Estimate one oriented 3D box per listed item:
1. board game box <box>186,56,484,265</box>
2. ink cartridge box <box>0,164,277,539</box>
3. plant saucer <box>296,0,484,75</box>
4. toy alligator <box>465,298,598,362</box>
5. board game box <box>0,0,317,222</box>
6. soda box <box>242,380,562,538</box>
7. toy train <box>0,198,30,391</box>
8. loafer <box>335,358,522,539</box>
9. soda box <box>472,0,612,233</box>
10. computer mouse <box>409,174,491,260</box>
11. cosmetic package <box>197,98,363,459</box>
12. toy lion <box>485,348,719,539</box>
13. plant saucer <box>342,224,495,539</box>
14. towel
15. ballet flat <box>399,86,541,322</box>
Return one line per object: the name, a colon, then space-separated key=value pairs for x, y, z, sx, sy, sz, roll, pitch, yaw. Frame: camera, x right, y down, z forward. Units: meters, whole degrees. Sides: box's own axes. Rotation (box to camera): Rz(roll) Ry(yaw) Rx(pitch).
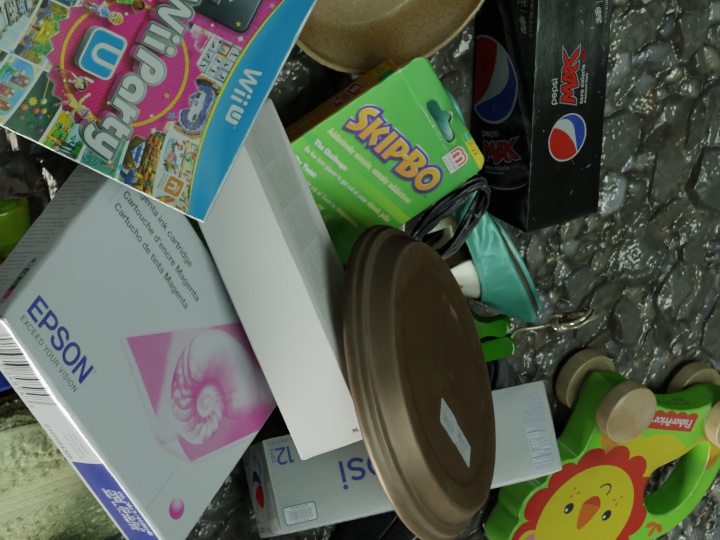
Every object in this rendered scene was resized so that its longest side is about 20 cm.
board game box: x=-0.025 y=-0.048 z=1.472 sx=0.200 sy=0.030 sz=0.096 roll=-33 pitch=122 yaw=-1
ink cartridge box: x=-0.116 y=0.027 z=1.369 sx=0.200 sy=0.043 sz=0.197 roll=-56 pitch=129 yaw=-32
plant saucer: x=0.011 y=-0.221 z=1.455 sx=0.200 sy=0.035 sz=0.201 roll=-18 pitch=120 yaw=-34
toy alligator: x=0.057 y=0.045 z=1.572 sx=0.200 sy=0.059 sz=0.054 roll=-23 pitch=96 yaw=10
board game box: x=-0.141 y=-0.138 z=1.273 sx=0.200 sy=0.064 sz=0.148 roll=25 pitch=102 yaw=-11
soda box: x=0.027 y=0.125 z=1.558 sx=0.199 sy=0.068 sz=0.064 roll=-11 pitch=84 yaw=-17
toy train: x=-0.197 y=0.009 z=1.370 sx=0.200 sy=0.085 sz=0.116 roll=-19 pitch=105 yaw=-37
loafer: x=0.054 y=0.150 z=1.644 sx=0.063 sy=0.072 sz=0.200 roll=39 pitch=80 yaw=-47
soda box: x=0.120 y=-0.132 z=1.568 sx=0.071 sy=0.063 sz=0.201 roll=-16 pitch=119 yaw=-33
computer mouse: x=0.000 y=0.000 z=1.521 sx=0.200 sy=0.034 sz=0.059 roll=-36 pitch=138 yaw=1
cosmetic package: x=-0.046 y=0.004 z=1.401 sx=0.051 sy=0.083 sz=0.200 roll=-21 pitch=99 yaw=16
toy lion: x=0.188 y=0.161 z=1.770 sx=0.200 sy=0.069 sz=0.192 roll=7 pitch=112 yaw=-42
plant saucer: x=0.041 y=0.068 z=1.445 sx=0.200 sy=0.029 sz=0.201 roll=-13 pitch=90 yaw=-70
towel: x=-0.190 y=0.125 z=1.420 sx=0.200 sy=0.036 sz=0.149 roll=-17 pitch=141 yaw=-35
ballet flat: x=0.056 y=-0.032 z=1.566 sx=0.070 sy=0.067 sz=0.200 roll=-33 pitch=124 yaw=-12
